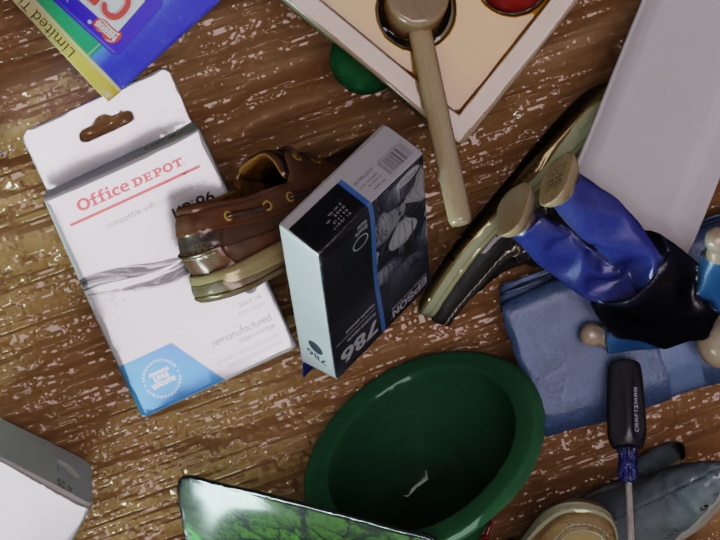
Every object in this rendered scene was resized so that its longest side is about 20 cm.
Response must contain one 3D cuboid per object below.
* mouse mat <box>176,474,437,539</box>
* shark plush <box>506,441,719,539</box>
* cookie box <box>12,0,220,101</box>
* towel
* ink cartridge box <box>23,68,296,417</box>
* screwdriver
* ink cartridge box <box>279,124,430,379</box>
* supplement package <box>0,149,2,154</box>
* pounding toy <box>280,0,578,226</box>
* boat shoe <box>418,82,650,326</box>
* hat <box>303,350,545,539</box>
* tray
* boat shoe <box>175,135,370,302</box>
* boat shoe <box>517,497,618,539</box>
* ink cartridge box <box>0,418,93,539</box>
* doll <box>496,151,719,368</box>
[{"bbox_3d":[-0.028,0.217,1.691,0.199,0.008,0.162,12,127,26],"label":"mouse mat"},{"bbox_3d":[0.157,0.166,1.748,0.198,0.083,0.092,-8,80,10],"label":"shark plush"},{"bbox_3d":[-0.144,-0.239,1.635,0.200,0.075,0.171,-40,100,23],"label":"cookie box"},{"bbox_3d":[0.198,0.035,1.752,0.199,0.049,0.112,-18,99,-4],"label":"towel"},{"bbox_3d":[-0.136,-0.020,1.699,0.115,0.068,0.201,-25,99,-3],"label":"ink cartridge box"},{"bbox_3d":[0.176,0.155,1.688,0.028,0.029,0.202,-10,66,29],"label":"screwdriver"},{"bbox_3d":[0.000,0.000,1.647,0.039,0.200,0.099,37,69,21],"label":"ink cartridge box"},{"bbox_3d":[-0.342,-0.052,1.650,0.200,0.114,0.110,-39,98,1],"label":"supplement package"},{"bbox_3d":[0.049,-0.167,1.662,0.184,0.142,0.200,39,92,-9],"label":"pounding toy"},{"bbox_3d":[0.119,-0.034,1.722,0.065,0.073,0.200,41,91,-4],"label":"boat shoe"},{"bbox_3d":[0.063,0.184,1.748,0.200,0.165,0.177,-44,133,-17],"label":"hat"},{"bbox_3d":[0.209,-0.118,1.716,0.107,0.022,0.201,30,76,-25],"label":"tray"},{"bbox_3d":[-0.044,-0.049,1.659,0.200,0.072,0.068,-34,106,-43],"label":"boat shoe"},{"bbox_3d":[0.125,0.244,1.716,0.071,0.076,0.201,14,124,-4],"label":"boat shoe"},{"bbox_3d":[-0.259,0.207,1.676,0.085,0.148,0.201,28,93,-10],"label":"ink cartridge box"},{"bbox_3d":[0.186,0.004,1.677,0.200,0.049,0.136,37,128,-25],"label":"doll"}]
